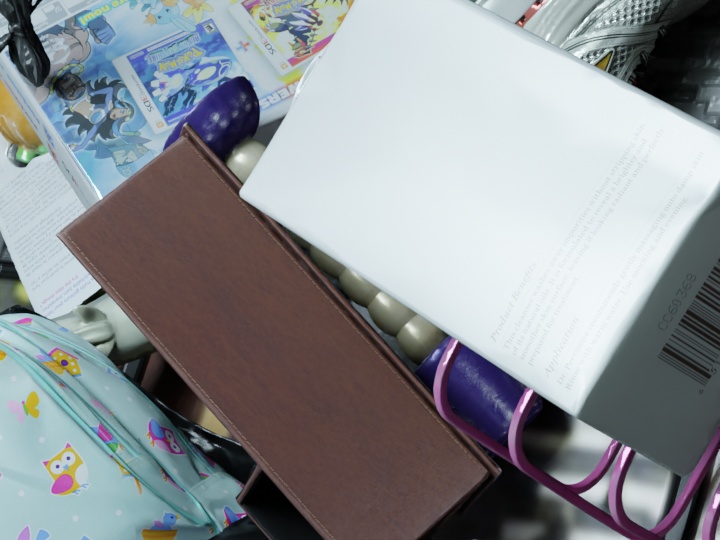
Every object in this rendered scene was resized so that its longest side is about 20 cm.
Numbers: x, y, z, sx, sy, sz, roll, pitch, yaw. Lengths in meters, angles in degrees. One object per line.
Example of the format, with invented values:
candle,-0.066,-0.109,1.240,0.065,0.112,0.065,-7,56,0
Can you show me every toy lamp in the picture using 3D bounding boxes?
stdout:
toy lamp,0.000,0.000,1.089,0.058,0.058,0.200,-44,81,9

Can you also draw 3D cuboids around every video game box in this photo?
video game box,-0.078,-0.127,1.196,0.199,0.047,0.182,-28,60,-14

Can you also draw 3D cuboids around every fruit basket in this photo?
fruit basket,-0.127,-0.097,1.290,0.185,0.094,0.200,-37,65,16

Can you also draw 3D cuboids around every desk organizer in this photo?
desk organizer,-0.041,0.044,1.054,0.077,0.072,0.200,-39,82,-22

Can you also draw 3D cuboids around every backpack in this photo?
backpack,-0.139,0.104,1.104,0.167,0.127,0.200,-45,81,3

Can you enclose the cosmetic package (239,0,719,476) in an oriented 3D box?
cosmetic package,0.060,-0.024,0.906,0.200,0.081,0.113,36,95,44

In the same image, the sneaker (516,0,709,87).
sneaker,0.098,-0.075,1.110,0.200,0.078,0.082,-42,75,6

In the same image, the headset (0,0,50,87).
headset,-0.132,-0.180,1.176,0.123,0.094,0.200,4,42,14

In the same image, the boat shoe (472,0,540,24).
boat shoe,0.080,-0.177,1.150,0.200,0.064,0.071,-55,6,-15

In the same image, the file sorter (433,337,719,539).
file sorter,0.148,0.054,0.944,0.200,0.139,0.126,25,84,43

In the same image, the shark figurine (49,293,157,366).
shark figurine,-0.130,0.017,1.208,0.214,0.089,0.129,-17,93,-11
